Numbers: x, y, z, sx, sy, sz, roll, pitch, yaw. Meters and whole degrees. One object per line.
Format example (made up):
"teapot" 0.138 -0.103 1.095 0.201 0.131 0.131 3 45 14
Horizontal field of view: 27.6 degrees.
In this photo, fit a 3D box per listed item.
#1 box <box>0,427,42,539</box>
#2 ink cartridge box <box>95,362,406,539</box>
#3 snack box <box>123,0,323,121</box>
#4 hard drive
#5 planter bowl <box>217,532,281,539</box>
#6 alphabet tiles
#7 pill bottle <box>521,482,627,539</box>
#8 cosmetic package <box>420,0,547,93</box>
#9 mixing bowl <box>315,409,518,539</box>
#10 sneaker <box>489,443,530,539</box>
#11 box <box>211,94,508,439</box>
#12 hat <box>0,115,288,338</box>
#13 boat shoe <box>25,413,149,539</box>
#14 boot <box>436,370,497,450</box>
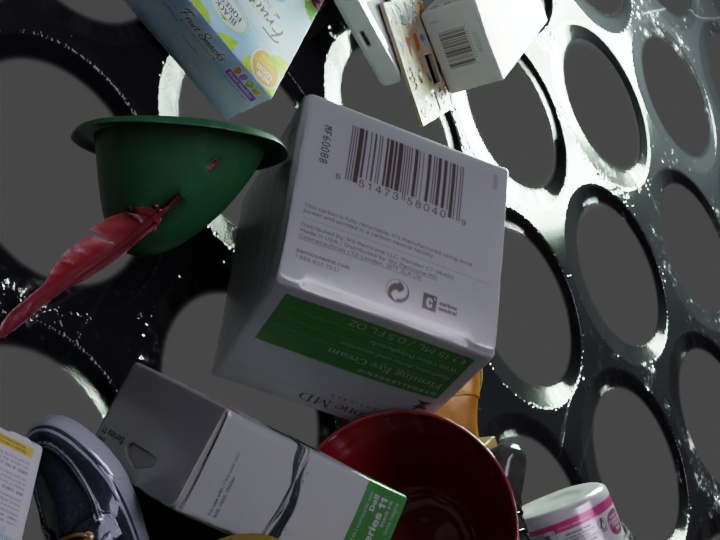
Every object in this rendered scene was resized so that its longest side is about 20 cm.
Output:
"box" -0.273 0.194 0.962 0.082 0.049 0.201 35 47 -36
"ink cartridge box" -0.086 0.157 1.125 0.199 0.146 0.084 32 82 -39
"snack box" -0.124 -0.269 1.378 0.169 0.067 0.201 49 41 -26
"hard drive" 0.008 -0.310 1.552 0.132 0.026 0.201 56 26 -43
"planter bowl" -0.087 0.243 1.017 0.200 0.201 0.084 5 39 -50
"alphabet tiles" 0.053 -0.262 1.590 0.167 0.007 0.202 -40 113 -69
"pill bottle" 0.230 0.326 1.479 0.113 0.113 0.201 -19 88 -54
"cosmetic package" 0.147 -0.294 1.711 0.102 0.071 0.200 66 31 -21
"mixing bowl" 0.041 0.230 1.255 0.108 0.198 0.202 58 24 -67
"sneaker" 0.131 0.261 1.368 0.076 0.090 0.202 35 65 -49
"box" 0.000 0.000 1.258 0.198 0.171 0.201 19 54 -15
"hat" -0.161 -0.019 1.165 0.166 0.198 0.178 73 19 -80
"boat shoe" -0.196 0.205 1.034 0.091 0.070 0.201 -38 105 -57
"boot" 0.064 0.137 1.403 0.144 0.070 0.203 -31 101 -54
